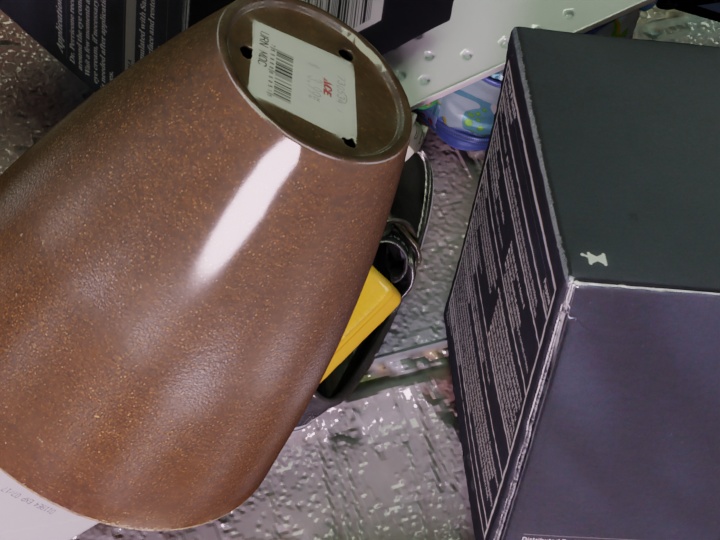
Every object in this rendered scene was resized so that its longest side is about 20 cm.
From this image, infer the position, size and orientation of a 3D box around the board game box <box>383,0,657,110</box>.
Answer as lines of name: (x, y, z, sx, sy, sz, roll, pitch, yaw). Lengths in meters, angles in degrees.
board game box: (0.062, -0.197, 1.165, 0.200, 0.026, 0.200, -25, 64, -5)

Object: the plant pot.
plant pot: (-0.069, -0.018, 0.887, 0.187, 0.200, 0.187, 22, 41, -21)

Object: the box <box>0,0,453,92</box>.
box: (-0.080, -0.187, 1.061, 0.197, 0.118, 0.200, -30, 57, -32)

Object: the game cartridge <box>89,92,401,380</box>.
game cartridge: (-0.105, 0.006, 1.050, 0.176, 0.032, 0.200, -45, 66, 2)

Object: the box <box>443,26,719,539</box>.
box: (0.124, 0.019, 1.013, 0.123, 0.199, 0.200, 3, 41, -8)

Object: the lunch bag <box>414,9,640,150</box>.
lunch bag: (0.064, -0.175, 1.236, 0.200, 0.083, 0.161, 41, 58, 19)

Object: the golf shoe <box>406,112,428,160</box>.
golf shoe: (-0.058, -0.051, 1.108, 0.200, 0.077, 0.088, -4, 72, 23)

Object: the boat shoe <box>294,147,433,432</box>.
boat shoe: (0.000, 0.000, 1.094, 0.070, 0.066, 0.200, 45, 54, -19)

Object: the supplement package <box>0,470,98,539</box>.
supplement package: (-0.216, 0.044, 0.985, 0.109, 0.114, 0.200, -31, 59, 12)

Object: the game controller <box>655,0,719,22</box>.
game controller: (0.258, -0.159, 1.215, 0.200, 0.042, 0.104, 7, 3, -41)
